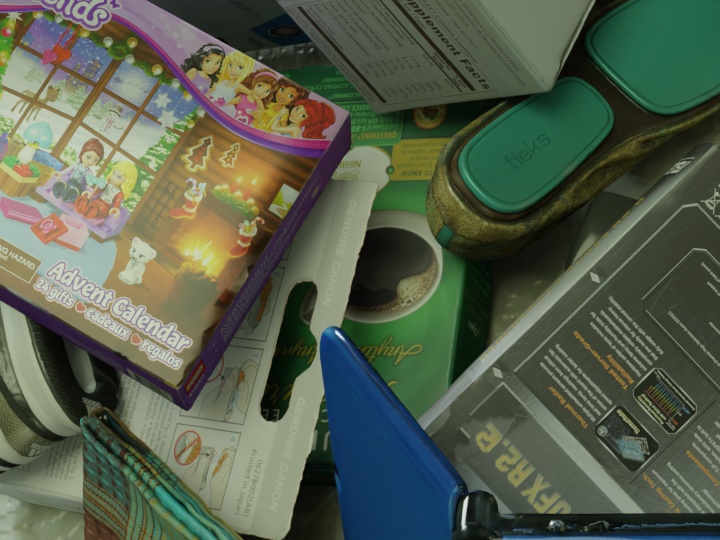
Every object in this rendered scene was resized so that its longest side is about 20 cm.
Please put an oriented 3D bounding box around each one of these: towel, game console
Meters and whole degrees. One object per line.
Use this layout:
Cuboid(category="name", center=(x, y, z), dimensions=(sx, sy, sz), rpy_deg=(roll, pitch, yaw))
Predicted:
Cuboid(category="towel", center=(-0.051, 0.163, 0.676), dimensions=(0.022, 0.148, 0.200), rpy_deg=(-28, 53, -34))
Cuboid(category="game console", center=(0.072, 0.126, 0.603), dimensions=(0.169, 0.201, 0.119), rpy_deg=(-1, 38, 7))

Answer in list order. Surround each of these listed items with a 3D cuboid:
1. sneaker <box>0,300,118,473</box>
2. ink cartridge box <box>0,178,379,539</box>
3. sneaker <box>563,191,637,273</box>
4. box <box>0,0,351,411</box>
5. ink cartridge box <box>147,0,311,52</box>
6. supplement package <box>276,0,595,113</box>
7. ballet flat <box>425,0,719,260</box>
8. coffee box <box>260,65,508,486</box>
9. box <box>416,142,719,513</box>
Cuboid(category="sneaker", center=(-0.188, 0.004, 0.770), dimensions=(0.115, 0.076, 0.202), rpy_deg=(-29, 60, 18))
Cuboid(category="ink cartridge box", center=(-0.083, 0.035, 0.764), dimensions=(0.198, 0.050, 0.162), rpy_deg=(5, 74, 33))
Cuboid(category="sneaker", center=(0.118, 0.074, 0.684), dimensions=(0.107, 0.067, 0.203), rpy_deg=(17, 80, 17))
Cuboid(category="box", center=(-0.121, -0.051, 0.706), dimensions=(0.199, 0.039, 0.138), rpy_deg=(29, 74, 10))
Cuboid(category="ink cartridge box", center=(-0.116, -0.155, 0.823), dimensions=(0.198, 0.145, 0.085), rpy_deg=(-6, 84, 18))
Cuboid(category="supplement package", center=(0.041, -0.198, 0.724), dimensions=(0.110, 0.156, 0.201), rpy_deg=(-1, 52, 48))
Cuboid(category="ballet flat", center=(0.103, -0.068, 0.747), dimensions=(0.199, 0.071, 0.071), rpy_deg=(-36, 56, -28))
Cuboid(category="coffee box", center=(0.000, 0.000, 0.775), dimensions=(0.122, 0.044, 0.202), rpy_deg=(-2, 66, 22))
Cuboid(category="box", center=(0.142, 0.078, 0.631), dimensions=(0.158, 0.048, 0.200), rpy_deg=(-44, 89, 1))
